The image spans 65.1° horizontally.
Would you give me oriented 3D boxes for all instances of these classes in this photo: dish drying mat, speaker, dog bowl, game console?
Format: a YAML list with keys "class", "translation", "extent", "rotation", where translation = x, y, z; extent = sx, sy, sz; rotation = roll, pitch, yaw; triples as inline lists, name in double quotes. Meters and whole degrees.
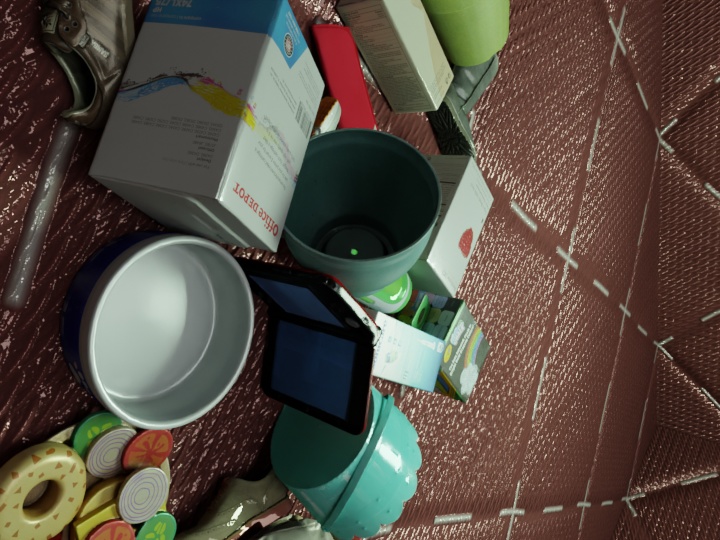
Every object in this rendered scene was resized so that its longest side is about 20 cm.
- class: "dish drying mat"
  translation: [-0.013, -0.245, 0.799]
  extent: [0.075, 0.018, 0.207]
  rotation: [-18, 94, -42]
- class: "speaker"
  translation: [0.000, 0.000, 0.862]
  extent: [0.198, 0.087, 0.091]
  rotation: [31, 74, -48]
- class: "dog bowl"
  translation: [-0.216, 0.061, 0.620]
  extent: [0.197, 0.077, 0.208]
  rotation: [-14, 109, -48]
- class: "game console"
  translation: [-0.082, 0.087, 0.691]
  extent: [0.173, 0.196, 0.121]
  rotation: [50, 61, -42]

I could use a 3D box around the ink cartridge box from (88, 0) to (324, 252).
- class: "ink cartridge box"
  translation: [-0.142, -0.147, 0.571]
  extent: [0.147, 0.141, 0.207]
  rotation: [53, 50, -70]

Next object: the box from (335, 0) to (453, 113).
- class: "box"
  translation: [0.057, -0.344, 0.855]
  extent: [0.079, 0.093, 0.201]
  rotation: [-61, 138, -22]

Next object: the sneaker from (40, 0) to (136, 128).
- class: "sneaker"
  translation: [-0.254, -0.235, 0.516]
  extent: [0.075, 0.069, 0.207]
  rotation: [-31, 121, -49]

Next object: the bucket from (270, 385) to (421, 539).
- class: "bucket"
  translation: [-0.022, 0.254, 0.806]
  extent: [0.136, 0.203, 0.210]
  rotation: [51, 60, -37]

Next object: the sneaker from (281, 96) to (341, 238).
- class: "sneaker"
  translation: [-0.080, -0.138, 0.758]
  extent: [0.204, 0.074, 0.092]
  rotation: [-59, 143, -13]

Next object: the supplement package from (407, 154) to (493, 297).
- class: "supplement package"
  translation: [0.129, -0.079, 0.972]
  extent: [0.121, 0.117, 0.205]
  rotation: [45, 65, -45]

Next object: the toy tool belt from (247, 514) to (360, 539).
- class: "toy tool belt"
  translation: [-0.095, 0.436, 0.833]
  extent: [0.196, 0.126, 0.125]
  rotation: [8, 123, -47]

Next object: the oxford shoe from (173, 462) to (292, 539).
- class: "oxford shoe"
  translation: [-0.181, 0.315, 0.739]
  extent: [0.197, 0.069, 0.077]
  rotation: [-9, 80, -49]

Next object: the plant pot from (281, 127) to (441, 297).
- class: "plant pot"
  translation: [-0.005, -0.054, 0.696]
  extent: [0.202, 0.197, 0.136]
  rotation: [-51, 160, -29]

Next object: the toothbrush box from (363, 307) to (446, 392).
- class: "toothbrush box"
  translation: [0.017, 0.112, 0.858]
  extent: [0.198, 0.143, 0.088]
  rotation: [29, 76, -49]

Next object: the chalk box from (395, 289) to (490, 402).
- class: "chalk box"
  translation: [0.132, 0.123, 1.017]
  extent: [0.127, 0.121, 0.201]
  rotation: [-58, 134, -22]

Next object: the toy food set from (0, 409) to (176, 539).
- class: "toy food set"
  translation: [-0.284, 0.252, 0.600]
  extent: [0.195, 0.048, 0.207]
  rotation: [-23, 115, -46]

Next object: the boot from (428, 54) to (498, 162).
- class: "boot"
  translation: [0.207, -0.318, 1.068]
  extent: [0.203, 0.071, 0.184]
  rotation: [-60, 139, -32]

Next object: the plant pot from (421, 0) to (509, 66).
- class: "plant pot"
  translation: [0.168, -0.446, 0.917]
  extent: [0.205, 0.195, 0.190]
  rotation: [-66, 150, -16]
